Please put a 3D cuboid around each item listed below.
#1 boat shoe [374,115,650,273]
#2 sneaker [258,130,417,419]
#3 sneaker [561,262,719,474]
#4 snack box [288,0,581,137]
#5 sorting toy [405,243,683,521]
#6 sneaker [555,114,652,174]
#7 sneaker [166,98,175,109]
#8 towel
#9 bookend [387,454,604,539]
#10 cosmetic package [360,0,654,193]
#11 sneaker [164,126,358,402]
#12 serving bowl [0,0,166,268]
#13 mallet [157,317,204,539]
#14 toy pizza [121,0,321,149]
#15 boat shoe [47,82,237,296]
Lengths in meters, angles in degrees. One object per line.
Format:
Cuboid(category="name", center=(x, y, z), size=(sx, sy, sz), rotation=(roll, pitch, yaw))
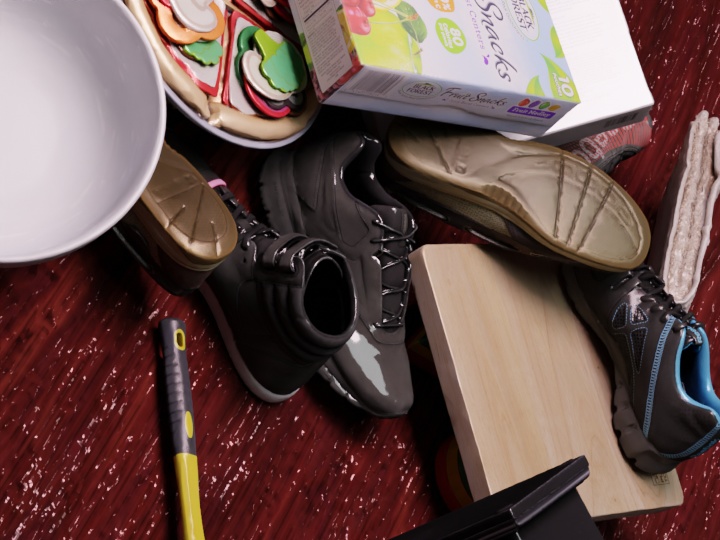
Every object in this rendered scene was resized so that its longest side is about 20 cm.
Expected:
Cuboid(category="boat shoe", center=(0.103, -0.050, 1.692), size=(0.200, 0.066, 0.072), rotation=(24, 63, -10))
Cuboid(category="sneaker", center=(0.000, 0.000, 1.632), size=(0.076, 0.091, 0.201), rotation=(-8, 76, -60))
Cuboid(category="sneaker", center=(0.206, 0.037, 1.723), size=(0.073, 0.082, 0.201), rotation=(-9, 74, -45))
Cuboid(category="snack box", center=(0.044, -0.171, 1.640), size=(0.199, 0.053, 0.143), rotation=(7, 58, -40))
Cuboid(category="sorting toy", center=(0.114, 0.086, 1.720), size=(0.198, 0.069, 0.201), rotation=(-1, 71, -45))
Cuboid(category="sneaker", center=(0.155, -0.080, 1.848), size=(0.200, 0.071, 0.098), rotation=(-10, 76, -45))
Cuboid(category="sneaker", center=(-0.120, -0.163, 1.625), size=(0.200, 0.075, 0.090), rotation=(35, 41, -36))
Cuboid(category="towel", center=(0.241, -0.013, 1.861), size=(0.034, 0.133, 0.201), rotation=(15, 52, 3))
Cuboid(category="bookend", center=(0.090, 0.247, 1.512), size=(0.092, 0.198, 0.201), rotation=(-28, 91, -50))
Cuboid(category="cosmetic package", center=(0.092, -0.156, 1.758), size=(0.199, 0.052, 0.151), rotation=(-15, 80, -8))
Cuboid(category="sneaker", center=(-0.068, -0.020, 1.572), size=(0.071, 0.099, 0.201), rotation=(-30, 91, -47))
Cuboid(category="serving bowl", center=(-0.218, -0.091, 1.455), size=(0.199, 0.066, 0.201), rotation=(4, 72, -13))
Cuboid(category="mallet", center=(-0.114, 0.120, 1.502), size=(0.066, 0.041, 0.201), rotation=(10, 58, -45))
Cuboid(category="toy pizza", center=(-0.084, -0.176, 1.586), size=(0.200, 0.032, 0.201), rotation=(28, 51, -40))
Cuboid(category="boat shoe", center=(-0.157, -0.068, 1.536), size=(0.073, 0.065, 0.200), rotation=(-15, 61, -46))
